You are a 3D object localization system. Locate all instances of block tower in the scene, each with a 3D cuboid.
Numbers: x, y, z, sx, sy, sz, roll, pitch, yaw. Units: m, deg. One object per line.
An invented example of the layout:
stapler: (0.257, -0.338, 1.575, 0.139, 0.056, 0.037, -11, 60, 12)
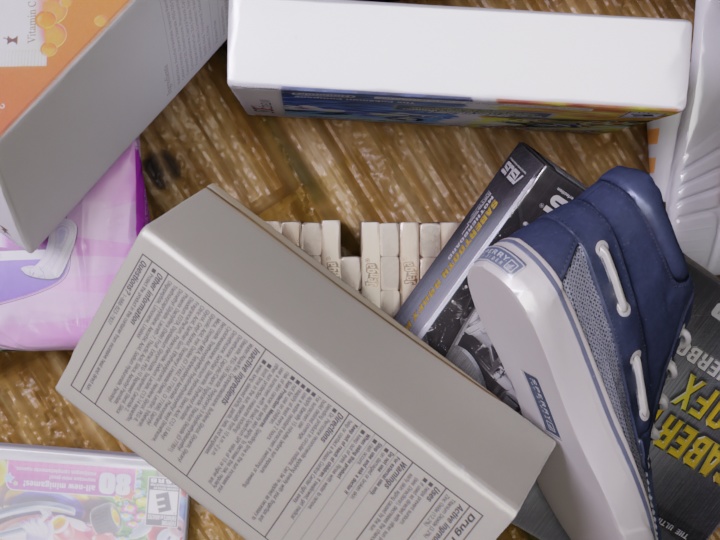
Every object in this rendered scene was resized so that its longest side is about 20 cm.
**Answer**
block tower: (0.000, 0.000, 0.781, 0.199, 0.058, 0.054, 0, 91, -1)

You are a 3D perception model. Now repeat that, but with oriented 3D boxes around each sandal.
sandal: (0.188, -0.102, 0.783, 0.079, 0.059, 0.208, -1, 102, -25)

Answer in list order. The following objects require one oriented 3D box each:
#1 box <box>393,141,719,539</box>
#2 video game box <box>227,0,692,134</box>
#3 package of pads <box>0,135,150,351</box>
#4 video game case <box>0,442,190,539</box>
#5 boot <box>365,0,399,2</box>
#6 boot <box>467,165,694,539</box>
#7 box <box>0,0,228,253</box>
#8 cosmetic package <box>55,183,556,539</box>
box: (0.115, 0.055, 0.748, 0.200, 0.048, 0.159, 33, 100, -19)
video game box: (0.038, -0.095, 0.718, 0.199, 0.182, 0.047, 3, 94, -1)
package of pads: (-0.205, -0.018, 0.764, 0.199, 0.076, 0.121, -2, 91, -2)
video game case: (-0.168, 0.195, 0.797, 0.142, 0.018, 0.201, 5, 91, -2)
boot: (0.055, -0.233, 0.770, 0.199, 0.073, 0.151, -22, 92, -5)
boot: (0.122, 0.054, 0.688, 0.090, 0.073, 0.201, -33, 124, -17)
box: (-0.146, -0.131, 0.707, 0.124, 0.098, 0.200, 32, 67, 14)
cosmetic package: (-0.025, 0.065, 0.671, 0.200, 0.073, 0.104, 37, 119, 5)
